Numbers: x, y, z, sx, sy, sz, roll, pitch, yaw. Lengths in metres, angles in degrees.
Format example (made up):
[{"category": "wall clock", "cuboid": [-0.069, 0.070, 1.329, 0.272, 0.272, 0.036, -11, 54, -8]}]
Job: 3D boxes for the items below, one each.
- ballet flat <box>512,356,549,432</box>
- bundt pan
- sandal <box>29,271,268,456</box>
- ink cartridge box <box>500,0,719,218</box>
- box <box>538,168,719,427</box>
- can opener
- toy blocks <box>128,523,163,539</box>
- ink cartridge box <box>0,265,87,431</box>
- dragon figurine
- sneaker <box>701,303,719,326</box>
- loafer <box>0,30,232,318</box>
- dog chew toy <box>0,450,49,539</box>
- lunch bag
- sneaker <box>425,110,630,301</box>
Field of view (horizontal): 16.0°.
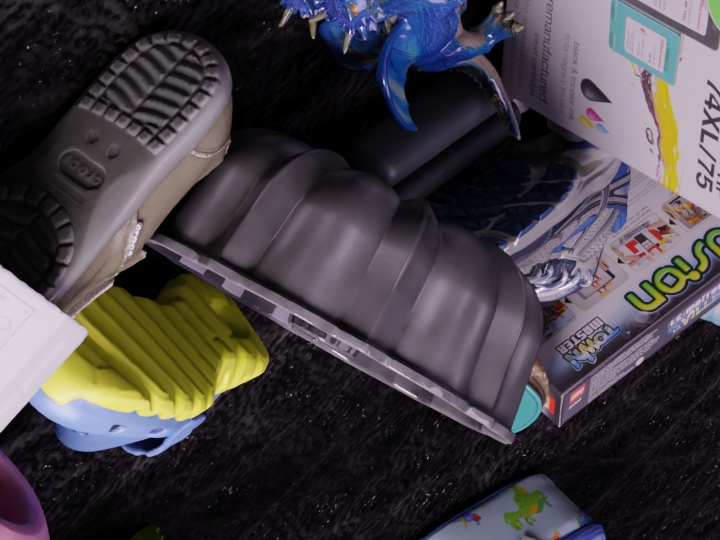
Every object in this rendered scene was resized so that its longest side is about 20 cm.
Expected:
[{"category": "ballet flat", "cuboid": [0.024, 0.016, 1.348, 0.070, 0.066, 0.200, -33, 128, 19]}, {"category": "bundt pan", "cuboid": [0.000, 0.000, 1.172, 0.076, 0.201, 0.202, -61, 154, -3]}, {"category": "sandal", "cuboid": [-0.110, 0.055, 1.185, 0.087, 0.080, 0.200, -42, 168, 13]}, {"category": "ink cartridge box", "cuboid": [0.189, -0.130, 1.222, 0.146, 0.200, 0.148, -26, 134, -34]}, {"category": "box", "cuboid": [0.150, -0.009, 1.465, 0.199, 0.110, 0.035, -35, 152, -21]}, {"category": "can opener", "cuboid": [0.077, -0.079, 1.303, 0.200, 0.067, 0.054, -37, 150, -35]}, {"category": "toy blocks", "cuboid": [-0.100, 0.210, 1.305, 0.200, 0.136, 0.101, -31, 142, -65]}, {"category": "ink cartridge box", "cuboid": [-0.221, 0.029, 0.991, 0.160, 0.047, 0.200, -47, 141, 1]}, {"category": "dragon figurine", "cuboid": [0.019, -0.107, 1.191, 0.099, 0.059, 0.200, -41, 153, -11]}, {"category": "sneaker", "cuboid": [0.220, -0.001, 1.612, 0.199, 0.082, 0.074, -7, 134, -52]}, {"category": "loafer", "cuboid": [-0.124, -0.012, 1.094, 0.200, 0.075, 0.070, -43, 149, -8]}, {"category": "dog chew toy", "cuboid": [-0.231, 0.157, 1.131, 0.200, 0.125, 0.124, -44, 155, 12]}, {"category": "lunch bag", "cuboid": [0.078, 0.239, 1.744, 0.160, 0.082, 0.201, -22, 146, -44]}, {"category": "sneaker", "cuboid": [0.094, -0.017, 1.335, 0.200, 0.077, 0.086, -37, 124, -49]}]
